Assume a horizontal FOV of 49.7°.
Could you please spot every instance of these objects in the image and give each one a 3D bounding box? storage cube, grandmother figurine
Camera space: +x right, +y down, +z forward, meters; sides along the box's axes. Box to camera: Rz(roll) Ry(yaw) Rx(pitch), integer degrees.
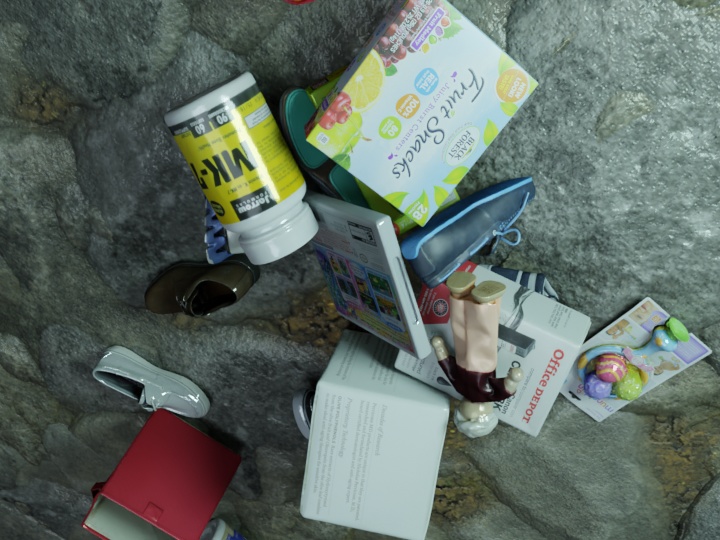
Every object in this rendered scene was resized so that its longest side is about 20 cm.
[{"bbox_3d":[-0.335,0.372,1.314,0.199,0.180,0.171,33,136,-5],"label":"storage cube"},{"bbox_3d":[0.136,0.108,0.897,0.121,0.060,0.202,27,128,46],"label":"grandmother figurine"}]

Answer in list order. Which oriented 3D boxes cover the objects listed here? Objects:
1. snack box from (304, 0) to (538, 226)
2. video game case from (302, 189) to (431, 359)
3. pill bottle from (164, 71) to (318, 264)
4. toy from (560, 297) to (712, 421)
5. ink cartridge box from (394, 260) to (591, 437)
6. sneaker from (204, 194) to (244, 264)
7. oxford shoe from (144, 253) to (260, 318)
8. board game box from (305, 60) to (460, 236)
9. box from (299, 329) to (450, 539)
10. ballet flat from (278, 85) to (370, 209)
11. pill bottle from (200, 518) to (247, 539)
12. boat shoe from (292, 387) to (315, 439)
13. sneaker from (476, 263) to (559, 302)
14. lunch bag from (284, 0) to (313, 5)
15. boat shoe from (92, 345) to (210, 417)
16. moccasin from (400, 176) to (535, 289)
[{"bbox_3d":[0.063,-0.178,0.844,0.168,0.068,0.200,35,105,-19],"label":"snack box"},{"bbox_3d":[0.000,0.000,0.949,0.199,0.024,0.183,24,139,55],"label":"video game case"},{"bbox_3d":[-0.133,-0.117,0.911,0.113,0.114,0.201,-17,111,27],"label":"pill bottle"},{"bbox_3d":[0.346,0.134,1.030,0.115,0.047,0.200,38,125,-7],"label":"toy"},{"bbox_3d":[0.161,0.090,0.958,0.199,0.084,0.145,25,120,13],"label":"ink cartridge box"},{"bbox_3d":[-0.148,-0.109,1.014,0.114,0.081,0.201,-3,110,-8],"label":"sneaker"},{"bbox_3d":[-0.247,0.032,1.131,0.198,0.085,0.073,-17,118,29],"label":"oxford shoe"},{"bbox_3d":[0.028,-0.147,0.917,0.101,0.048,0.201,-29,113,1],"label":"board game box"},{"bbox_3d":[0.028,0.215,1.058,0.169,0.199,0.202,9,107,6],"label":"box"},{"bbox_3d":[-0.046,-0.137,0.963,0.073,0.073,0.201,-22,120,29],"label":"ballet flat"},{"bbox_3d":[-0.231,0.577,1.471,0.200,0.120,0.119,43,125,-14],"label":"pill bottle"},{"bbox_3d":[-0.032,0.257,1.217,0.068,0.074,0.200,-15,117,31],"label":"boat shoe"},{"bbox_3d":[0.207,0.086,1.029,0.107,0.070,0.202,3,121,18],"label":"sneaker"},{"bbox_3d":[-0.035,-0.350,0.775,0.199,0.082,0.176,-1,142,43],"label":"lunch bag"},{"bbox_3d":[-0.346,0.196,1.282,0.199,0.069,0.072,34,127,-6],"label":"boat shoe"},{"bbox_3d":[0.129,-0.045,0.900,0.080,0.199,0.069,-2,116,63],"label":"moccasin"}]
